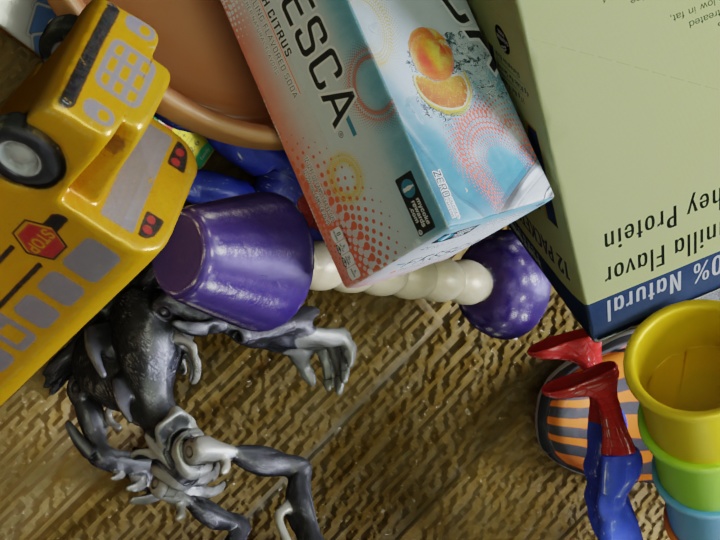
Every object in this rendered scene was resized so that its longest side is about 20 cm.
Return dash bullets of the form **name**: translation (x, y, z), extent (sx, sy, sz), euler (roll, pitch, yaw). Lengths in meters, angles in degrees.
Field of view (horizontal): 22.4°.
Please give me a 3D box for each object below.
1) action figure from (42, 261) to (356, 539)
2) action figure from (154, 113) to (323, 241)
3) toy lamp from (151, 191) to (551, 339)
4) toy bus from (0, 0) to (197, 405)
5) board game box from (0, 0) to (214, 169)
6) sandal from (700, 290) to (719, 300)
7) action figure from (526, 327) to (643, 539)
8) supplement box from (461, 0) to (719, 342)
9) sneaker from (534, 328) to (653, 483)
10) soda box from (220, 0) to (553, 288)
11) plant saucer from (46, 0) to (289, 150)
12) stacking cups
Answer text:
- **action figure**: translation (-0.065, 0.066, 0.781), extent (0.119, 0.102, 0.200), euler (-39, 66, 28)
- **action figure**: translation (-0.043, -0.037, 0.791), extent (0.200, 0.052, 0.066), euler (23, 89, -37)
- **toy lamp**: translation (0.000, 0.000, 0.762), extent (0.200, 0.058, 0.058), euler (4, 96, -44)
- **toy bus**: translation (-0.129, -0.017, 0.706), extent (0.078, 0.200, 0.065), euler (34, 46, -17)
- **board game box**: translation (-0.123, -0.139, 0.781), extent (0.200, 0.030, 0.096), euler (35, 86, -15)
- **sandal**: translation (0.190, -0.066, 0.875), extent (0.076, 0.043, 0.201), euler (5, 95, -17)
- **action figure**: translation (0.095, 0.135, 0.836), extent (0.099, 0.065, 0.200), euler (-19, 111, 5)
- **supplement box**: translation (0.140, -0.116, 0.744), extent (0.200, 0.134, 0.200), euler (-23, 127, -5)
- **sneaker**: translation (0.189, 0.071, 0.856), extent (0.200, 0.112, 0.078), euler (-1, 97, -16)
- **soda box**: translation (-0.004, -0.100, 0.706), extent (0.064, 0.068, 0.200), euler (-18, 82, -42)
- **plant saucer**: translation (-0.060, -0.140, 0.752), extent (0.200, 0.037, 0.201), euler (17, 60, -33)
- **stacking cups**: translation (0.159, 0.097, 0.791), extent (0.060, 0.061, 0.200), euler (-34, 138, -10)
